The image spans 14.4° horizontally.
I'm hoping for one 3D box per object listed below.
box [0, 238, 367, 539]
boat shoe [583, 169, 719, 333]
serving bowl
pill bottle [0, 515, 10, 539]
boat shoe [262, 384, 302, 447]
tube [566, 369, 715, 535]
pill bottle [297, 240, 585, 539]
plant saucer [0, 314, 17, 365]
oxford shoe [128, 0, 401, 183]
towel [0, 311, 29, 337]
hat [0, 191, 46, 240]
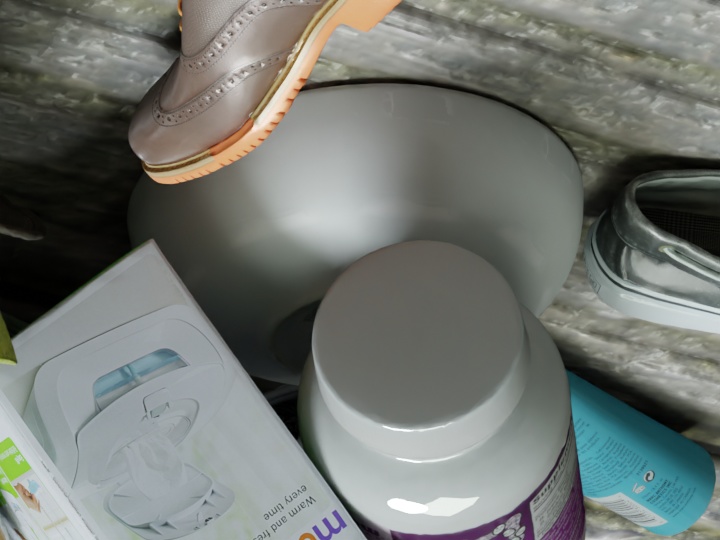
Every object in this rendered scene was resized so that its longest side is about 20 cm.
[{"bbox_3d":[-0.090,0.098,1.197,0.097,0.177,0.200,-37,-179,-16],"label":"box"},{"bbox_3d":[0.199,-0.003,1.241,0.199,0.072,0.071,3,155,-10],"label":"boat shoe"},{"bbox_3d":[0.000,0.000,1.225,0.199,0.066,0.200,-3,150,-2],"label":"serving bowl"},{"bbox_3d":[-0.206,0.118,1.196,0.114,0.115,0.200,-7,143,4],"label":"pill bottle"},{"bbox_3d":[-0.059,0.095,1.361,0.068,0.072,0.200,22,157,-33],"label":"boat shoe"},{"bbox_3d":[0.095,0.075,1.398,0.077,0.051,0.200,-31,137,32],"label":"tube"},{"bbox_3d":[0.033,0.071,1.173,0.112,0.113,0.200,-7,151,5],"label":"pill bottle"},{"bbox_3d":[-0.249,-0.017,1.100,0.199,0.048,0.200,12,-178,-27],"label":"plant saucer"},{"bbox_3d":[-0.041,-0.104,1.048,0.073,0.072,0.200,30,135,-17],"label":"oxford shoe"},{"bbox_3d":[-0.243,0.057,1.336,0.199,0.023,0.152,-25,146,30],"label":"towel"},{"bbox_3d":[-0.203,-0.071,1.036,0.200,0.081,0.201,13,-179,0],"label":"hat"}]
